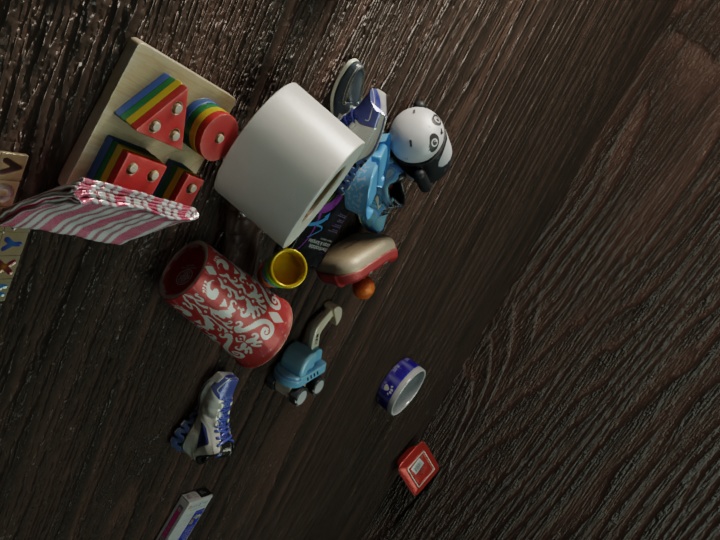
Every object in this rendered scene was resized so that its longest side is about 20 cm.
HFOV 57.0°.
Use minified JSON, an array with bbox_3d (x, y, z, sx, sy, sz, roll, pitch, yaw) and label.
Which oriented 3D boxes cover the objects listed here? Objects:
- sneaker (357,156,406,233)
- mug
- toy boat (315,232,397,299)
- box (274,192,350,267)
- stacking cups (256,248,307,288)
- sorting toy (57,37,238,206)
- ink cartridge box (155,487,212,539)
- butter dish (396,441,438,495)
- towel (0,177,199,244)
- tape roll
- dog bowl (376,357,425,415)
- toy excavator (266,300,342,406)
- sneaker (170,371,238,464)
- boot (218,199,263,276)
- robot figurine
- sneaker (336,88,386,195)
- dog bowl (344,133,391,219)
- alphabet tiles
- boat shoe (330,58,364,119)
[{"bbox_3d":[0.052,-0.151,1.448,0.078,0.089,0.202,-36,153,-35],"label":"sneaker"},{"bbox_3d":[-0.238,0.064,1.091,0.175,0.135,0.200,-29,133,18],"label":"mug"},{"bbox_3d":[0.000,0.000,1.466,0.199,0.129,0.133,-32,120,-39],"label":"toy boat"},{"bbox_3d":[-0.078,-0.105,1.332,0.202,0.036,0.142,-58,156,10],"label":"box"},{"bbox_3d":[-0.135,-0.001,1.099,0.061,0.060,0.200,-49,-169,-11],"label":"stacking cups"},{"bbox_3d":[-0.257,-0.163,0.871,0.201,0.069,0.199,-58,156,8],"label":"sorting toy"},{"bbox_3d":[-0.442,0.625,1.610,0.203,0.037,0.094,-61,157,7],"label":"ink cartridge box"},{"bbox_3d":[0.255,0.956,3.256,0.199,0.147,0.202,-40,113,-25],"label":"butter dish"},{"bbox_3d":[-0.315,-0.063,0.813,0.199,0.144,0.031,12,68,-63],"label":"towel"},{"bbox_3d":[-0.106,-0.156,0.998,0.204,0.138,0.203,-52,-178,3],"label":"tape roll"},{"bbox_3d":[0.147,0.420,2.402,0.200,0.078,0.202,-43,153,-27],"label":"dog bowl"},{"bbox_3d":[-0.122,0.192,1.586,0.193,0.099,0.204,-25,135,-51],"label":"toy excavator"},{"bbox_3d":[-0.293,0.315,1.361,0.201,0.114,0.080,-57,159,7],"label":"sneaker"},{"bbox_3d":[-0.178,-0.056,1.169,0.184,0.064,0.203,-13,131,-40],"label":"boot"},{"bbox_3d":[0.132,-0.262,1.409,0.124,0.151,0.200,-41,157,3],"label":"robot figurine"},{"bbox_3d":[-0.040,-0.221,1.122,0.200,0.113,0.082,-54,-154,40],"label":"sneaker"},{"bbox_3d":[0.015,-0.189,1.288,0.113,0.048,0.202,93,13,-45],"label":"dog bowl"},{"bbox_3d":[-0.448,-0.045,0.743,0.166,0.007,0.203,-4,125,-61],"label":"alphabet tiles"},{"bbox_3d":[-0.023,-0.271,1.182,0.074,0.061,0.203,-22,140,-49],"label":"boat shoe"}]
